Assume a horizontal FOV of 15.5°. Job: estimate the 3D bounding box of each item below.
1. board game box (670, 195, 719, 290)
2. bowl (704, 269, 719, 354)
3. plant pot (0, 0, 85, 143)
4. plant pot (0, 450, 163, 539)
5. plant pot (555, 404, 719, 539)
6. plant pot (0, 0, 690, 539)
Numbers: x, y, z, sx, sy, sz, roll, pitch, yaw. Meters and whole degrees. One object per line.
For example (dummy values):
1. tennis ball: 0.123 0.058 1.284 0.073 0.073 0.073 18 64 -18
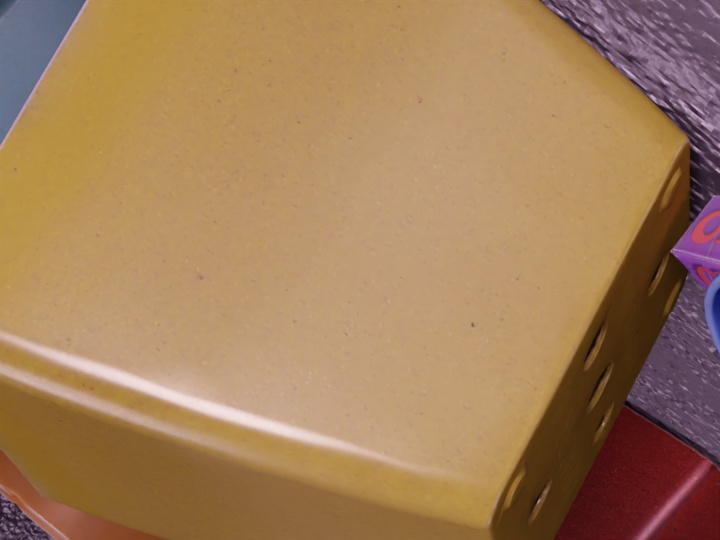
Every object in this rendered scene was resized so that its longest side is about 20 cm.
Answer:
1. board game box: 0.186 0.037 0.756 0.120 0.032 0.200 41 169 -28
2. bowl: 0.178 0.050 0.666 0.201 0.039 0.201 37 168 9
3. plant pot: -0.160 -0.056 1.143 0.200 0.201 0.161 28 153 47
4. plant pot: -0.139 0.094 1.675 0.200 0.183 0.200 39 169 9
5. plant pot: 0.062 0.151 1.239 0.200 0.176 0.200 33 167 34
6. plant pot: 0.000 0.000 0.848 0.176 0.200 0.200 25 166 14
